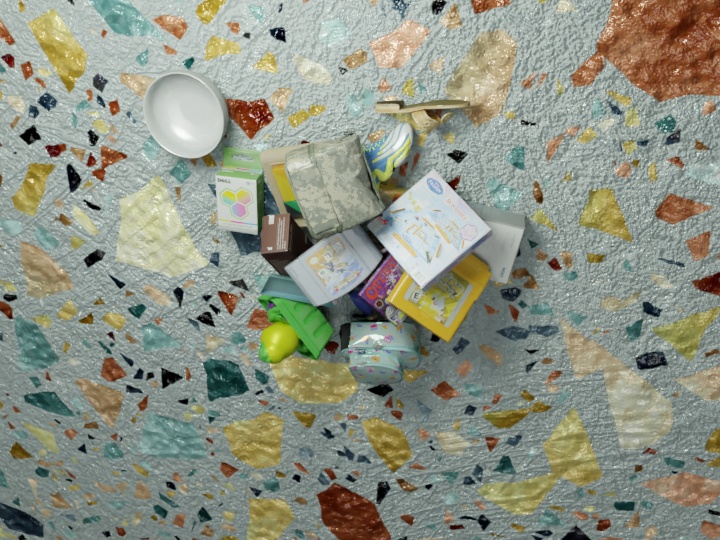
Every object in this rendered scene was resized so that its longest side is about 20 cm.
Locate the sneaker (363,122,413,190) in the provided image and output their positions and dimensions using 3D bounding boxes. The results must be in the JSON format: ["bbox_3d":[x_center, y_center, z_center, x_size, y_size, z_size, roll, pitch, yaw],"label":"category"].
[{"bbox_3d":[0.032,-0.253,1.559,0.105,0.076,0.200,23,106,-35],"label":"sneaker"}]

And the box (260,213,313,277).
[{"bbox_3d":[-0.170,-0.047,1.683,0.075,0.100,0.200,-6,156,16],"label":"box"}]

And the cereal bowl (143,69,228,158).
[{"bbox_3d":[-0.395,-0.367,1.621,0.200,0.083,0.200,5,119,9],"label":"cereal bowl"}]

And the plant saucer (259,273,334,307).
[{"bbox_3d":[-0.144,0.048,1.730,0.200,0.019,0.070,13,133,-24],"label":"plant saucer"}]

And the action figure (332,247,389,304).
[{"bbox_3d":[0.000,0.000,1.670,0.200,0.134,0.149,5,106,26],"label":"action figure"}]

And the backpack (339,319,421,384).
[{"bbox_3d":[0.058,0.205,1.787,0.200,0.154,0.176,-9,151,7],"label":"backpack"}]

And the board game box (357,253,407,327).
[{"bbox_3d":[0.100,0.015,1.600,0.120,0.032,0.200,39,81,-7],"label":"board game box"}]

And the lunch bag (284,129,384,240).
[{"bbox_3d":[-0.052,-0.181,1.492,0.167,0.139,0.200,-18,110,6],"label":"lunch bag"}]

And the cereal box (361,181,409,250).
[{"bbox_3d":[0.068,-0.108,1.687,0.144,0.040,0.200,19,121,4],"label":"cereal box"}]

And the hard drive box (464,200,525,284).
[{"bbox_3d":[0.268,-0.070,1.642,0.200,0.077,0.156,15,121,5],"label":"hard drive box"}]

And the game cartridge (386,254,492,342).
[{"bbox_3d":[0.183,0.034,1.589,0.176,0.032,0.200,34,85,-12],"label":"game cartridge"}]

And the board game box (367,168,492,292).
[{"bbox_3d":[0.152,-0.090,1.552,0.199,0.041,0.200,-40,69,2],"label":"board game box"}]

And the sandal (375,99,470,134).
[{"bbox_3d":[0.136,-0.332,1.526,0.211,0.078,0.070,5,113,19],"label":"sandal"}]

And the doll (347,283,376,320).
[{"bbox_3d":[-0.013,0.037,1.779,0.136,0.048,0.200,-30,108,15],"label":"doll"}]

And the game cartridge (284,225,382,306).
[{"bbox_3d":[-0.056,-0.012,1.600,0.200,0.042,0.133,-36,97,7],"label":"game cartridge"}]

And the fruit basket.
[{"bbox_3d":[-0.192,0.158,1.790,0.216,0.216,0.155,55,160,-18],"label":"fruit basket"}]

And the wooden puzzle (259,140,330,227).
[{"bbox_3d":[-0.124,-0.191,1.612,0.185,0.037,0.200,-4,122,20],"label":"wooden puzzle"}]

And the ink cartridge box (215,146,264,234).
[{"bbox_3d":[-0.293,-0.193,1.709,0.104,0.059,0.200,8,120,8],"label":"ink cartridge box"}]
